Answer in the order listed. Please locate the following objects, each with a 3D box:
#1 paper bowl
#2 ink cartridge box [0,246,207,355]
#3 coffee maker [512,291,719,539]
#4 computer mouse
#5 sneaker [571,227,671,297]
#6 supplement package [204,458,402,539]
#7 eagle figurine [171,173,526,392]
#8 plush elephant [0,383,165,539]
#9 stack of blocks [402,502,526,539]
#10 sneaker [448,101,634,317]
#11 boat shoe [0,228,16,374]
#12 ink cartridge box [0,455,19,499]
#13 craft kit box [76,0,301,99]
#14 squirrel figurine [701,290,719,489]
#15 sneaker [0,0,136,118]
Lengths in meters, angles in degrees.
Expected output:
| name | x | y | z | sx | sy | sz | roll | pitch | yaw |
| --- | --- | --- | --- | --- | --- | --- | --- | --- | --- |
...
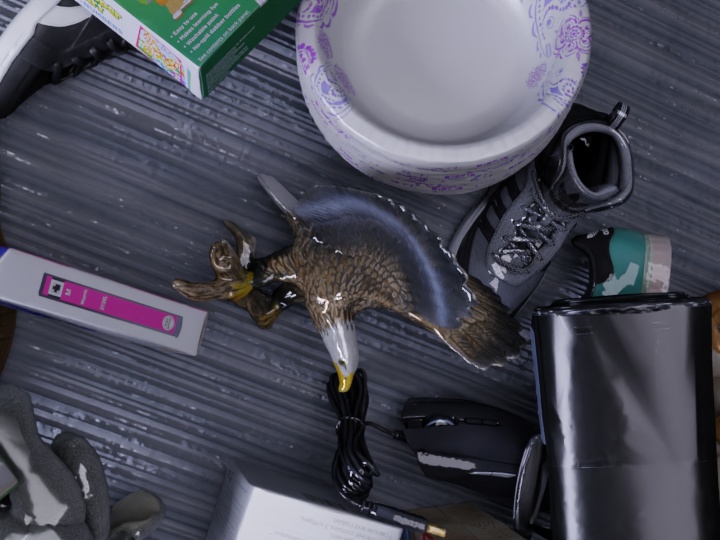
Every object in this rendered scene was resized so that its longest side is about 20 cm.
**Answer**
| name | x | y | z | sx | sy | sz | roll | pitch | yaw |
| --- | --- | --- | --- | --- | --- | --- | --- | --- | --- |
| paper bowl | 0.054 | -0.151 | 0.855 | 0.200 | 0.104 | 0.202 | 1 | 75 | -3 |
| ink cartridge box | -0.202 | 0.013 | 0.771 | 0.200 | 0.094 | 0.037 | 19 | 81 | -44 |
| coffee maker | 0.184 | 0.115 | 0.793 | 0.134 | 0.192 | 0.201 | -5 | 90 | -13 |
| computer mouse | 0.071 | 0.135 | 0.862 | 0.199 | 0.141 | 0.046 | 23 | 122 | -13 |
| sneaker | 0.181 | 0.067 | 0.928 | 0.080 | 0.071 | 0.201 | 9 | 91 | 2 |
| supplement package | -0.063 | 0.250 | 0.844 | 0.113 | 0.110 | 0.201 | 18 | 87 | -13 |
| eagle figurine | 0.002 | 0.007 | 0.825 | 0.199 | 0.152 | 0.151 | -9 | 114 | 22 |
| plush elephant | -0.213 | 0.192 | 0.796 | 0.200 | 0.155 | 0.165 | 36 | 72 | -3 |
| stack of blocks | 0.085 | 0.239 | 0.833 | 0.058 | 0.200 | 0.116 | -5 | 93 | -13 |
| sneaker | 0.131 | -0.039 | 0.885 | 0.075 | 0.114 | 0.201 | 30 | 84 | -12 |
| boat shoe | -0.281 | -0.008 | 0.817 | 0.065 | 0.072 | 0.201 | 4 | 103 | 22 |
| ink cartridge box | -0.252 | 0.126 | 0.615 | 0.145 | 0.200 | 0.048 | -39 | 84 | -19 |
| craft kit box | -0.112 | -0.243 | 0.796 | 0.197 | 0.049 | 0.200 | 37 | 71 | 13 |
| squirrel figurine | 0.304 | 0.111 | 0.935 | 0.199 | 0.141 | 0.187 | 7 | 74 | -35 |
| sneaker | -0.164 | -0.160 | 0.833 | 0.112 | 0.073 | 0.200 | 39 | 80 | -8 |
